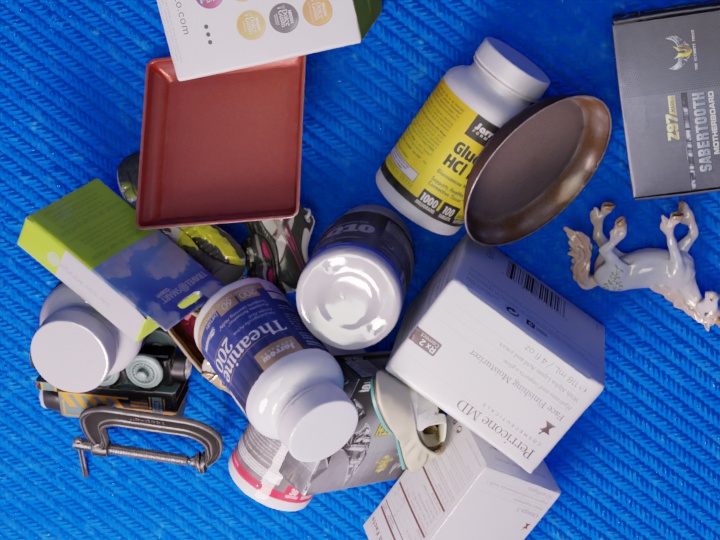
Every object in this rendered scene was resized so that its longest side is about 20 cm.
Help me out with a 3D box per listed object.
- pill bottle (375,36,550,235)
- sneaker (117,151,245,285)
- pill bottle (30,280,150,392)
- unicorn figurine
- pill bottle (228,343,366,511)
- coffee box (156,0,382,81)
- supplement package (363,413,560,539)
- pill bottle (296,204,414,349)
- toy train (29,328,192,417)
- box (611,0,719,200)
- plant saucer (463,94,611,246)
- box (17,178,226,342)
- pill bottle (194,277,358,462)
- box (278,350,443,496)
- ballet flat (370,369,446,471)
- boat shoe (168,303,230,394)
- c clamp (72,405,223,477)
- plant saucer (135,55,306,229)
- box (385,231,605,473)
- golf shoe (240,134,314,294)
[{"bbox_3d":[0.113,-0.147,1.626,0.112,0.112,0.200,34,110,-3],"label":"pill bottle"},{"bbox_3d":[-0.213,-0.047,1.731,0.074,0.085,0.200,-35,78,-21],"label":"sneaker"},{"bbox_3d":[-0.293,0.050,1.701,0.119,0.200,0.120,5,117,10],"label":"pill bottle"},{"bbox_3d":[0.329,-0.005,1.668,0.199,0.074,0.138,7,119,21],"label":"unicorn figurine"},{"bbox_3d":[-0.066,0.172,1.759,0.110,0.111,0.200,28,110,-1],"label":"pill bottle"},{"bbox_3d":[-0.098,-0.329,1.554,0.197,0.200,0.200,-10,106,11],"label":"coffee box"},{"bbox_3d":[0.115,0.278,1.744,0.117,0.117,0.200,22,113,-30],"label":"supplement package"},{"bbox_3d":[0.000,0.000,1.646,0.113,0.200,0.114,2,109,7],"label":"pill bottle"},{"bbox_3d":[-0.297,0.131,1.802,0.199,0.085,0.114,3,118,8],"label":"toy train"},{"bbox_3d":[0.357,-0.184,1.609,0.157,0.051,0.201,-6,107,12],"label":"box"},{"bbox_3d":[0.183,-0.112,1.607,0.032,0.200,0.200,48,113,32],"label":"plant saucer"},{"bbox_3d":[-0.258,-0.007,1.642,0.200,0.122,0.048,39,129,10],"label":"box"},{"bbox_3d":[-0.087,0.107,1.593,0.111,0.200,0.111,-21,136,-22],"label":"pill bottle"},{"bbox_3d":[0.016,0.168,1.705,0.048,0.200,0.159,38,113,33],"label":"box"},{"bbox_3d":[0.058,0.159,1.637,0.069,0.070,0.200,-5,152,10],"label":"ballet flat"},{"bbox_3d":[-0.156,0.104,1.724,0.200,0.069,0.074,37,108,33],"label":"boat shoe"},{"bbox_3d":[-0.256,0.208,1.807,0.199,0.027,0.171,5,144,10],"label":"c clamp"},{"bbox_3d":[-0.147,-0.143,1.655,0.199,0.037,0.201,-4,74,22],"label":"plant saucer"},{"bbox_3d":[0.152,0.083,1.649,0.199,0.200,0.131,35,109,-3],"label":"box"},{"bbox_3d":[-0.102,-0.071,1.718,0.088,0.077,0.201,-12,99,-20],"label":"golf shoe"}]
